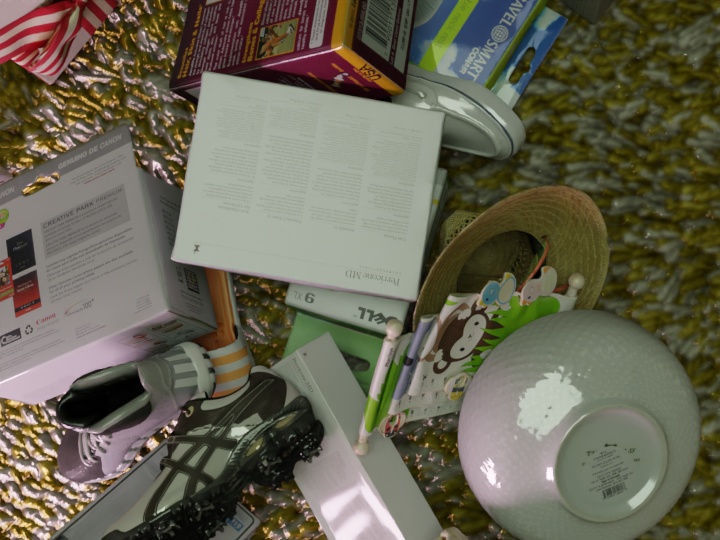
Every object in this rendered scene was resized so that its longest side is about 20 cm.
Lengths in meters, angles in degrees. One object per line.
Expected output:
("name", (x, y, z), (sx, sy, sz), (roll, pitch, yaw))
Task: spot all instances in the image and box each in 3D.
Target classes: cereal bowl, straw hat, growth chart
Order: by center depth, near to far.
("cereal bowl", (0.181, 0.135, 0.862), (0.197, 0.083, 0.203), (-2, 102, -11))
("growth chart", (0.088, 0.067, 0.876), (0.198, 0.146, 0.018), (-11, 37, -29))
("straw hat", (0.106, -0.005, 0.906), (0.201, 0.201, 0.085), (-41, 46, 1))

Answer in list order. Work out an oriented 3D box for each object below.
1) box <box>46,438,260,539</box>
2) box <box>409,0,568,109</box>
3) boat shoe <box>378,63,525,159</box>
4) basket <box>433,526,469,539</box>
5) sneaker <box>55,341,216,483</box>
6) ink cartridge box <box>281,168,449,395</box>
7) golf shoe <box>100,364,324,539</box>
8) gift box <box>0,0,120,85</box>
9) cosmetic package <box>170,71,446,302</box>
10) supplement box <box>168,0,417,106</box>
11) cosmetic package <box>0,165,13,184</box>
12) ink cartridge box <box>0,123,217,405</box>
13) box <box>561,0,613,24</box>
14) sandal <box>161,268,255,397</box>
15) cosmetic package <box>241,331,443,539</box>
("box", (-0.186, 0.241, 0.884), (0.116, 0.200, 0.060), (39, 130, 10))
("box", (0.071, -0.232, 0.975), (0.199, 0.048, 0.123), (33, 89, 11))
("boat shoe", (0.044, -0.134, 0.946), (0.198, 0.074, 0.066), (25, 60, 23))
("basket", (0.098, 0.334, 0.807), (0.161, 0.200, 0.198), (-45, 112, -5))
("sneaker", (-0.221, 0.122, 0.911), (0.200, 0.115, 0.076), (-39, 71, 28))
("ink cartridge box", (0.000, 0.000, 0.943), (0.103, 0.059, 0.202), (16, 86, 9))
("golf shoe", (-0.128, 0.155, 0.867), (0.199, 0.078, 0.095), (-33, 61, -14))
("gift box", (-0.310, -0.284, 0.960), (0.186, 0.200, 0.185), (39, 95, 9))
("cosmetic package", (-0.040, -0.065, 0.880), (0.197, 0.052, 0.153), (10, 84, -1))
("supplement box", (-0.056, -0.198, 0.915), (0.198, 0.085, 0.112), (-4, 69, 39))
("cosmetic package", (-0.426, -0.039, 1.008), (0.101, 0.071, 0.201), (34, 90, 10))
("ink cartridge box", (-0.242, -0.003, 0.947), (0.198, 0.084, 0.178), (-21, 69, 17))
("box", (0.165, -0.333, 0.948), (0.200, 0.097, 0.125), (40, 90, 9))
("sandal", (-0.141, 0.063, 0.959), (0.078, 0.059, 0.209), (-14, 86, 8))
("cosmetic package", (-0.013, 0.160, 0.914), (0.082, 0.050, 0.201), (-33, 86, 42))
